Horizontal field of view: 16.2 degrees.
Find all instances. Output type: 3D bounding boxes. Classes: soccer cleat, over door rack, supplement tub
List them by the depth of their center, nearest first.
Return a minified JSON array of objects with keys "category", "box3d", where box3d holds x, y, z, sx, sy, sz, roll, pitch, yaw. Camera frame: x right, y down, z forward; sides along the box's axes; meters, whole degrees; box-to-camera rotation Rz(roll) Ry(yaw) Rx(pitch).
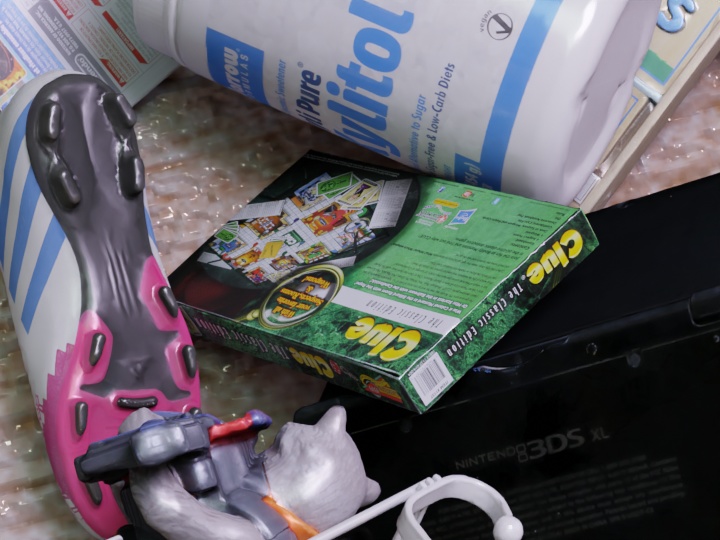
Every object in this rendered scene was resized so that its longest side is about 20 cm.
[{"category":"over door rack","box3d":[-0.031,0.156,0.882,0.067,0.149,0.199,39,27,30]},{"category":"supplement tub","box3d":[0.018,-0.117,1.081,0.199,0.132,0.133,23,65,14]},{"category":"soccer cleat","box3d":[-0.117,0.016,1.082,0.069,0.086,0.202,-6,88,-30]}]

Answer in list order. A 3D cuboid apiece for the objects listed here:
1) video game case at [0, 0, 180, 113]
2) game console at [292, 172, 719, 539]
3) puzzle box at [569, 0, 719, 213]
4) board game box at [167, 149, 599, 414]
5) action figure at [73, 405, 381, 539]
[{"category":"video game case","box3d":[-0.169,-0.108,1.121,0.200,0.018,0.144,-43,104,-21]},{"category":"game console","box3d":[0.087,0.061,1.006,0.199,0.116,0.177,-18,81,25]},{"category":"puzzle box","box3d":[0.065,-0.132,1.151,0.200,0.025,0.133,37,94,13]},{"category":"board game box","box3d":[0.000,0.000,1.043,0.105,0.199,0.024,-40,118,-21]},{"category":"action figure","box3d":[-0.078,0.115,0.957,0.193,0.200,0.105,-31,85,6]}]
